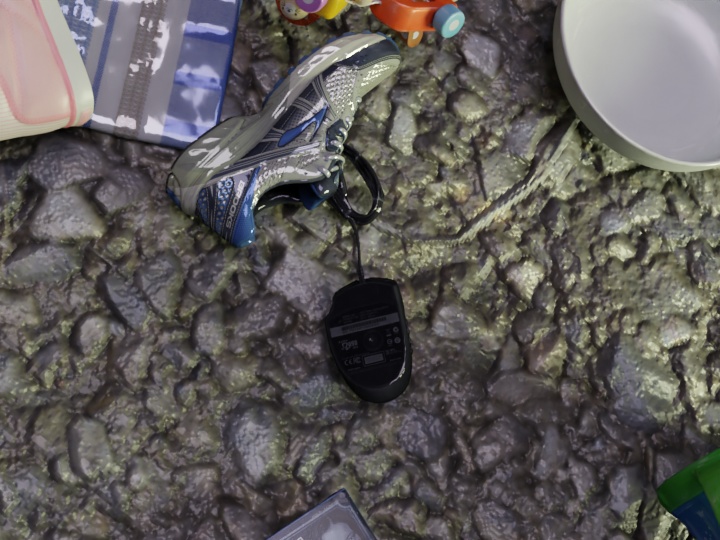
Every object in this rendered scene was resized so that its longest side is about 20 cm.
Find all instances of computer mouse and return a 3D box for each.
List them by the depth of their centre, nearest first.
[{"bbox_3d":[0.000,0.000,0.956,0.058,0.034,0.202,-11,70,6],"label":"computer mouse"}]

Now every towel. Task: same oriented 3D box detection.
[{"bbox_3d":[-0.188,-0.171,0.954,0.198,0.024,0.148,13,71,-13],"label":"towel"}]

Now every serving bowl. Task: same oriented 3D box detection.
[{"bbox_3d":[0.238,-0.167,1.056,0.198,0.066,0.202,5,72,-16],"label":"serving bowl"}]

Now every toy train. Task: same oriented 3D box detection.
[{"bbox_3d":[-0.024,-0.222,0.988,0.150,0.056,0.200,-18,54,-44],"label":"toy train"}]

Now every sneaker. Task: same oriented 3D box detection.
[{"bbox_3d":[-0.262,-0.177,0.878,0.104,0.075,0.201,-23,89,-27],"label":"sneaker"},{"bbox_3d":[-0.038,-0.088,0.943,0.200,0.077,0.085,-41,79,-14],"label":"sneaker"}]

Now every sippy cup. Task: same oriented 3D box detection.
[{"bbox_3d":[0.295,0.180,0.916,0.177,0.140,0.131,-15,68,-27],"label":"sippy cup"}]

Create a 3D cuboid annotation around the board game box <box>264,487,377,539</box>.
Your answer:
[{"bbox_3d":[-0.058,0.252,0.854,0.199,0.035,0.136,-31,84,-23],"label":"board game box"}]
